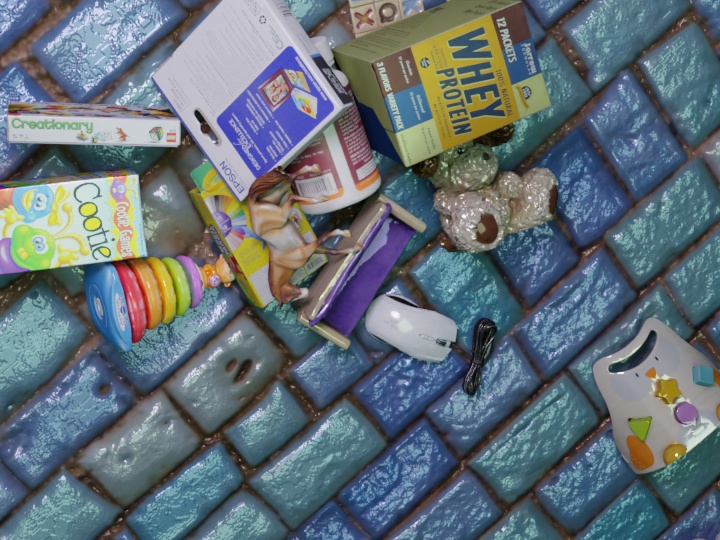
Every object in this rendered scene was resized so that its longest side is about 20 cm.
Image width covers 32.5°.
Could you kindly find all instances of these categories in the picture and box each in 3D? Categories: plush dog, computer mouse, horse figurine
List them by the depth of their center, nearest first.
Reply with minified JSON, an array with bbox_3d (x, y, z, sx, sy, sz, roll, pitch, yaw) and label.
[{"bbox_3d":[-0.085,-0.054,1.538,0.131,0.050,0.201,-20,127,14],"label":"horse figurine"},{"bbox_3d":[0.145,-0.118,1.649,0.199,0.160,0.174,-23,96,-38],"label":"plush dog"},{"bbox_3d":[0.098,0.095,1.720,0.198,0.044,0.111,21,98,-20],"label":"computer mouse"}]

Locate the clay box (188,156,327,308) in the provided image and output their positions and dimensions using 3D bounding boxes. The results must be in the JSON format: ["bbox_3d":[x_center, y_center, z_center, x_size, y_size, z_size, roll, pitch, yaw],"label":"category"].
[{"bbox_3d":[-0.137,-0.068,1.596,0.114,0.047,0.201,-35,110,-23],"label":"clay box"}]

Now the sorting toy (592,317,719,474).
[{"bbox_3d":[0.440,0.173,1.825,0.199,0.107,0.181,-39,92,-4],"label":"sorting toy"}]

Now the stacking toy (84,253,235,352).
[{"bbox_3d":[-0.242,0.021,1.585,0.198,0.109,0.117,-16,107,-27],"label":"stacking toy"}]

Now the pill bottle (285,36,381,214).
[{"bbox_3d":[-0.055,-0.184,1.567,0.113,0.114,0.202,-22,108,-10],"label":"pill bottle"}]

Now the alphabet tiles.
[{"bbox_3d":[0.076,-0.298,1.634,0.165,0.008,0.202,-16,107,-12],"label":"alphabet tiles"}]

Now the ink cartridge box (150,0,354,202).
[{"bbox_3d":[-0.133,-0.220,1.500,0.200,0.047,0.199,-38,86,35],"label":"ink cartridge box"}]

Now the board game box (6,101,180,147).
[{"bbox_3d":[-0.322,-0.176,1.485,0.198,0.126,0.035,0,104,-17],"label":"board game box"}]

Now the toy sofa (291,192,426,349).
[{"bbox_3d":[0.000,0.000,1.639,0.082,0.098,0.201,32,92,-20],"label":"toy sofa"}]

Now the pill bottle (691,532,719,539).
[{"bbox_3d":[0.513,0.491,1.904,0.200,0.111,0.111,-41,111,-3],"label":"pill bottle"}]

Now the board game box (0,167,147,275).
[{"bbox_3d":[-0.368,-0.061,1.509,0.198,0.103,0.106,-8,100,-15],"label":"board game box"}]

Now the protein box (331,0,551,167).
[{"bbox_3d":[0.096,-0.242,1.545,0.198,0.199,0.136,-23,109,-10],"label":"protein box"}]
